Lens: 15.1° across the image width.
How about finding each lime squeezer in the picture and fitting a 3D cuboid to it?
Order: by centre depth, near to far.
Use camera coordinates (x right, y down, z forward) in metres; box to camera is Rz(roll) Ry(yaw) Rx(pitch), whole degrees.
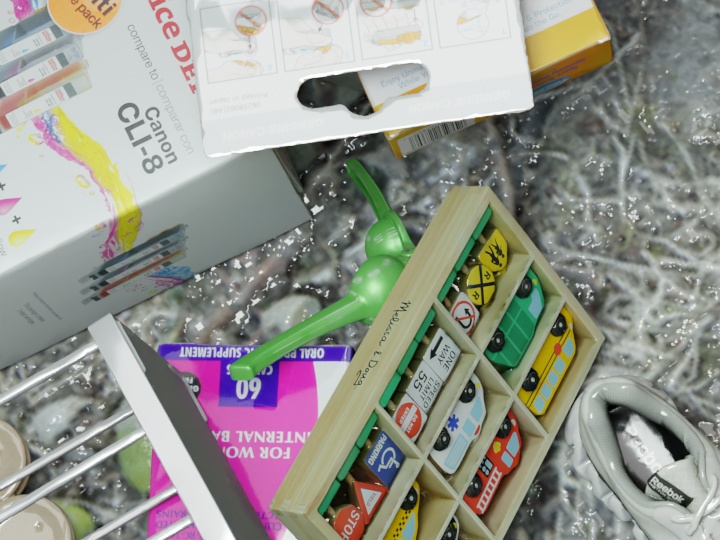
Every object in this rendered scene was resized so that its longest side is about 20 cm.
[{"bbox_3d":[0.000,0.000,1.382,0.071,0.200,0.038,-14,118,27],"label":"lime squeezer"}]

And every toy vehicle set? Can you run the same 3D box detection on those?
[{"bbox_3d":[0.042,0.074,1.347,0.026,0.124,0.200,3,54,44],"label":"toy vehicle set"}]

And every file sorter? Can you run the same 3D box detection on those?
[{"bbox_3d":[-0.104,0.148,1.259,0.124,0.139,0.200,-31,74,2],"label":"file sorter"}]

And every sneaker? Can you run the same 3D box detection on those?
[{"bbox_3d":[0.175,0.131,1.358,0.075,0.081,0.200,-42,76,-6],"label":"sneaker"}]

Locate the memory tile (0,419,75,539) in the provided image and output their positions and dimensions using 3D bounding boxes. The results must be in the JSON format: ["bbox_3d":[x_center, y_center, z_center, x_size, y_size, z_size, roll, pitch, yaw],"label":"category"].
[{"bbox_3d":[-0.236,0.182,1.413,0.200,0.017,0.153,-33,75,-2],"label":"memory tile"}]

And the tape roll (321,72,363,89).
[{"bbox_3d":[0.009,-0.210,1.438,0.202,0.139,0.203,-2,75,7],"label":"tape roll"}]

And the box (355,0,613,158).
[{"bbox_3d":[0.030,-0.168,1.333,0.119,0.041,0.200,-24,71,2],"label":"box"}]

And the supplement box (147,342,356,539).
[{"bbox_3d":[-0.051,0.143,1.375,0.101,0.103,0.200,0,77,7],"label":"supplement box"}]

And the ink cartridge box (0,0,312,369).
[{"bbox_3d":[-0.149,-0.064,1.419,0.200,0.145,0.145,-26,73,0],"label":"ink cartridge box"}]

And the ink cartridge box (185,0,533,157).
[{"bbox_3d":[-0.007,-0.158,1.296,0.162,0.057,0.200,-8,83,6],"label":"ink cartridge box"}]
